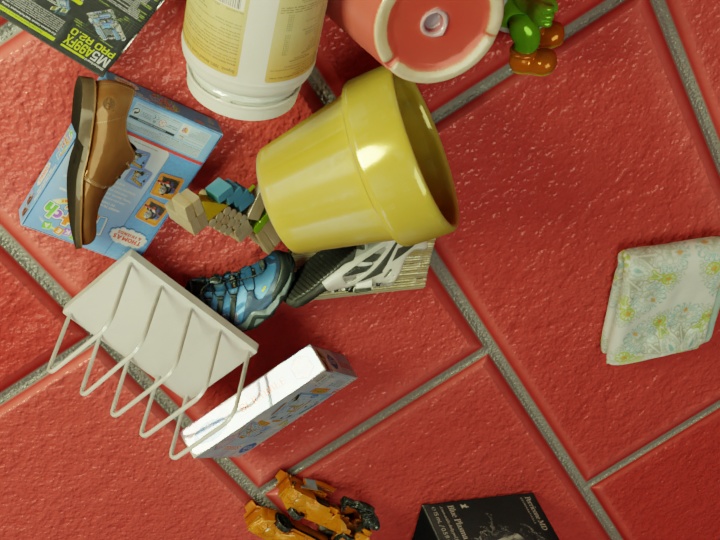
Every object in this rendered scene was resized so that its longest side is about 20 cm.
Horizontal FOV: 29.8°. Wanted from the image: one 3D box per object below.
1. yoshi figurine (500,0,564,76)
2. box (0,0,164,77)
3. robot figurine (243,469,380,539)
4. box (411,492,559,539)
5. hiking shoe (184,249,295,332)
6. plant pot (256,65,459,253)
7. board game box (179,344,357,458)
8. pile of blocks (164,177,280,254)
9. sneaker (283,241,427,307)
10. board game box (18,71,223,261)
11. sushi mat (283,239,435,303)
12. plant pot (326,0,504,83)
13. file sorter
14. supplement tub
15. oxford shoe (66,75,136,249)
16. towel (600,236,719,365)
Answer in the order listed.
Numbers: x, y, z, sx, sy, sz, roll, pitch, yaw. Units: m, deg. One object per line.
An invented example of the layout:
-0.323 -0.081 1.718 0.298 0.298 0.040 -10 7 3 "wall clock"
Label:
0.202 -0.324 1.509 0.112 0.112 0.201 -32 132 -17 "yoshi figurine"
-0.292 -0.308 1.350 0.199 0.044 0.160 29 112 -37 "box"
-0.066 0.367 1.977 0.145 0.058 0.199 -45 129 16 "robot figurine"
0.203 0.455 2.066 0.198 0.197 0.118 -2 127 -21 "box"
-0.169 0.036 1.657 0.199 0.075 0.087 -37 132 9 "hiking shoe"
-0.008 -0.110 1.541 0.188 0.202 0.201 -20 134 15 "plant pot"
-0.113 0.171 1.741 0.199 0.041 0.200 -34 167 5 "board game box"
-0.153 -0.079 1.567 0.199 0.062 0.083 14 106 -57 "pile of blocks"
0.000 0.000 1.675 0.199 0.074 0.089 -34 117 -4 "sneaker"
-0.270 -0.110 1.522 0.151 0.037 0.200 22 115 -34 "board game box"
-0.002 -0.006 1.734 0.198 0.012 0.096 -6 129 -19 "sushi mat"
0.052 -0.299 1.411 0.199 0.178 0.202 -11 131 -13 "plant pot"
-0.247 0.105 1.591 0.200 0.125 0.138 39 125 -23 "file sorter"
-0.107 -0.269 1.384 0.143 0.145 0.201 -3 135 -20 "supplement tub"
-0.277 -0.109 1.451 0.071 0.071 0.201 1 124 -24 "oxford shoe"
0.437 0.043 1.934 0.170 0.048 0.201 -10 130 -16 "towel"
